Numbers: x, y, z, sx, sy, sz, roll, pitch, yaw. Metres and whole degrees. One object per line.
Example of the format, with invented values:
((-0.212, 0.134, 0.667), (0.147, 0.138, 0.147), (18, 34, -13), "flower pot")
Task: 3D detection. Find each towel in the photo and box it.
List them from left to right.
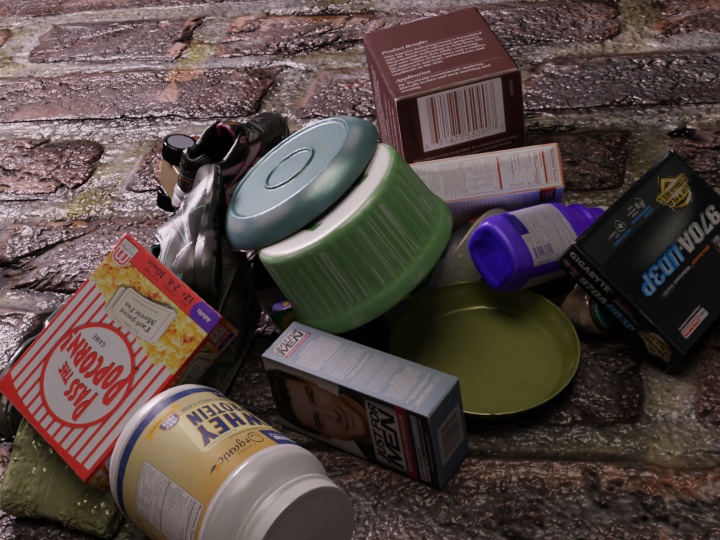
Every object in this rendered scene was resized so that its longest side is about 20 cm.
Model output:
((-0.273, 0.157, 1.165), (0.146, 0.037, 0.203), (8, 71, 22), "towel")

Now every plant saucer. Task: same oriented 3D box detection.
((-0.070, -0.101, 1.231), (0.199, 0.028, 0.201), (-30, 27, 17), "plant saucer")
((0.128, 0.086, 1.208), (0.197, 0.031, 0.201), (-2, 39, 1), "plant saucer")

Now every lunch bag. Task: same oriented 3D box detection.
((-0.217, 0.076, 1.260), (0.161, 0.119, 0.201), (3, 45, 16), "lunch bag")

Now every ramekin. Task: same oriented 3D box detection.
((-0.012, -0.039, 1.199), (0.198, 0.098, 0.201), (-30, 27, 17), "ramekin")

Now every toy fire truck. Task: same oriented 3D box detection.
((-0.146, -0.117, 1.510), (0.197, 0.130, 0.176), (-7, 37, -30), "toy fire truck")

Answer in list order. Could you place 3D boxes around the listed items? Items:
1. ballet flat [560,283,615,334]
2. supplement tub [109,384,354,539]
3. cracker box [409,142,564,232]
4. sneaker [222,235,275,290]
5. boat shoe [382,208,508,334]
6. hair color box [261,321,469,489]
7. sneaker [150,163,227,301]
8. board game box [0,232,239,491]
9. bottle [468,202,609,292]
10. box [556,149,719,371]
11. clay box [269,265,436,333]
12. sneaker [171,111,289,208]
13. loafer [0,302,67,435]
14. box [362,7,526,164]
((0.282, -0.002, 1.277), (0.199, 0.069, 0.067), (-39, 17, -35), "ballet flat")
((-0.115, 0.203, 1.038), (0.199, 0.146, 0.144), (26, 50, 39), "supplement tub")
((0.136, -0.091, 1.368), (0.197, 0.134, 0.059), (-7, 76, 4), "cracker box")
((-0.126, -0.016, 1.351), (0.198, 0.076, 0.091), (-21, 31, 35), "sneaker")
((0.096, 0.005, 1.312), (0.200, 0.071, 0.062), (-44, 11, -18), "boat shoe")
((0.004, 0.130, 1.141), (0.198, 0.100, 0.061), (17, 45, 33), "hair color box")
((-0.185, -0.048, 1.253), (0.078, 0.076, 0.201), (-3, 39, 2), "sneaker")
((-0.238, 0.087, 1.135), (0.151, 0.046, 0.201), (36, 83, 27), "board game box")
((0.211, -0.033, 1.292), (0.198, 0.065, 0.084), (-15, 65, -40), "bottle")
((0.323, -0.015, 1.227), (0.159, 0.046, 0.199), (46, 57, 9), "box")
((0.000, 0.000, 1.291), (0.198, 0.048, 0.116), (-23, 28, 32), "clay box")
((-0.148, -0.146, 1.398), (0.079, 0.087, 0.200), (23, 43, 16), "sneaker")
((-0.341, 0.106, 1.292), (0.062, 0.073, 0.201), (7, 38, 13), "loafer")
((0.110, -0.213, 1.509), (0.163, 0.166, 0.201), (-14, 36, -3), "box")
